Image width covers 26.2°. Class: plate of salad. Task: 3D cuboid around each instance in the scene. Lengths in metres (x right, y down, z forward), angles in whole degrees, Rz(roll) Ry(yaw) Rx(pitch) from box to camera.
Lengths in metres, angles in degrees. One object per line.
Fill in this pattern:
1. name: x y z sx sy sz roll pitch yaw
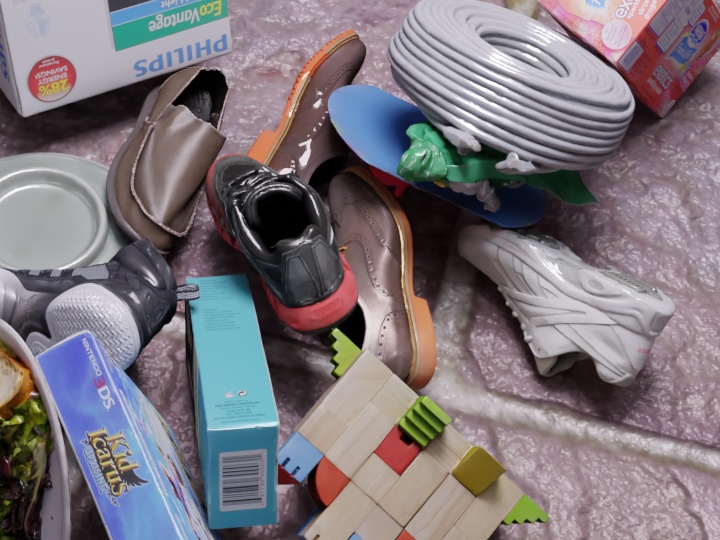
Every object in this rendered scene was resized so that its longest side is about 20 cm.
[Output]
1. plate of salad: -0.243 0.131 1.009 0.048 0.201 0.201 -8 53 -38

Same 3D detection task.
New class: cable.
1. cable: 0.116 -0.149 1.204 0.199 0.070 0.200 -2 35 -44

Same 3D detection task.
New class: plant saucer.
1. plant saucer: -0.251 -0.025 1.212 0.197 0.050 0.202 5 54 -6

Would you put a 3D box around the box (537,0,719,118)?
1. box: 0.238 -0.218 1.323 0.095 0.200 0.103 44 100 21

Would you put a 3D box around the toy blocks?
1. toy blocks: 0.013 0.158 1.088 0.200 0.100 0.137 43 80 -2

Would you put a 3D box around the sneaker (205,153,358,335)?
1. sneaker: -0.068 -0.043 1.151 0.070 0.098 0.201 -28 43 -9

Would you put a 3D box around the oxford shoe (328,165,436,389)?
1. oxford shoe: 0.000 0.000 1.210 0.072 0.072 0.202 1 53 -27

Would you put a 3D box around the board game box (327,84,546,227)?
1. board game box: 0.056 -0.080 1.265 0.198 0.039 0.158 24 27 -8

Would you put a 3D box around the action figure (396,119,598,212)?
1. action figure: 0.092 -0.084 1.199 0.118 0.055 0.199 46 27 27

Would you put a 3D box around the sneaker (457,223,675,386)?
1. sneaker: 0.145 0.028 1.218 0.199 0.100 0.077 30 15 39

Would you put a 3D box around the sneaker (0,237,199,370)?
1. sneaker: -0.209 0.024 1.124 0.198 0.076 0.114 7 25 35

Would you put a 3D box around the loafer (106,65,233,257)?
1. loafer: -0.150 -0.100 1.245 0.073 0.071 0.202 35 41 -29

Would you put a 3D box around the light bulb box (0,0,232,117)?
1. light bulb box: -0.237 -0.253 1.303 0.196 0.126 0.200 -20 42 -21

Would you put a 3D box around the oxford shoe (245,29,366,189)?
1. oxford shoe: -0.035 -0.117 1.304 0.072 0.071 0.201 27 65 6

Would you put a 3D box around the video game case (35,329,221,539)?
1. video game case: -0.130 0.161 1.012 0.045 0.182 0.201 -27 61 -4

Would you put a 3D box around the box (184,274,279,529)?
1. box: -0.092 0.087 1.088 0.049 0.083 0.201 -3 29 -10
